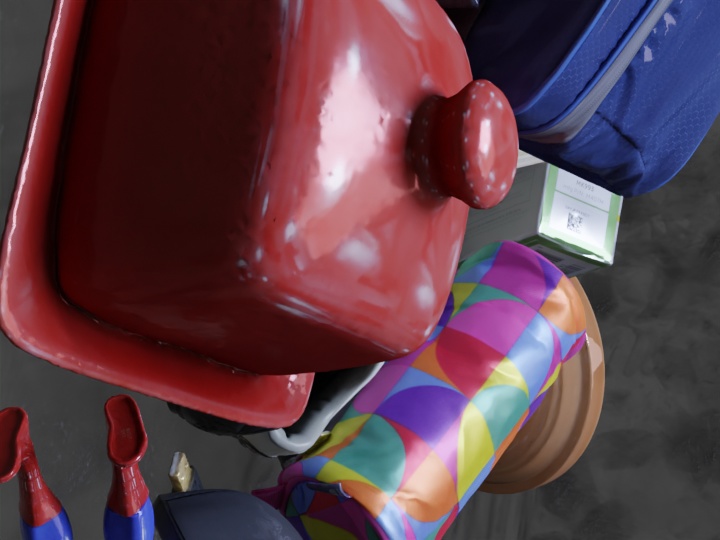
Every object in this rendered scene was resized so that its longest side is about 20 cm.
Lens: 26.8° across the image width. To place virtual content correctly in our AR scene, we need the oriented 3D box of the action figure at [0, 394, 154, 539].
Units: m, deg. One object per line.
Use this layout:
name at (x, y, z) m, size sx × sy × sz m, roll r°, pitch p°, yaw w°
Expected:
action figure at (-0.092, 0.153, 0.539) m, size 0.099 × 0.065 × 0.201 m, roll -99°, pitch -176°, yaw -52°

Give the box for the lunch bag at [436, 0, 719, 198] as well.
lunch bag at (0.096, -0.137, 0.667) m, size 0.132 × 0.136 × 0.201 m, roll 26°, pitch 100°, yaw -46°

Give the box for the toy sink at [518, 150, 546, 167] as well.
toy sink at (0.056, -0.115, 0.827) m, size 0.130 × 0.111 × 0.201 m, roll -136°, pitch -144°, yaw -62°

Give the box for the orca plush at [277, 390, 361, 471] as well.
orca plush at (-0.017, 0.080, 0.830) m, size 0.071 × 0.105 × 0.201 m, roll -34°, pitch -104°, yaw 56°

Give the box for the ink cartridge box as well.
ink cartridge box at (0.116, -0.094, 0.926) m, size 0.104 × 0.059 × 0.201 m, roll -22°, pitch -127°, yaw 60°

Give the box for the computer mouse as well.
computer mouse at (-0.048, 0.120, 0.652) m, size 0.141 × 0.046 × 0.200 m, roll 55°, pitch -8°, yaw 35°

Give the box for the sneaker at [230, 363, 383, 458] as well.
sneaker at (0.000, 0.000, 0.719) m, size 0.201 × 0.074 × 0.088 m, roll -66°, pitch -160°, yaw -2°

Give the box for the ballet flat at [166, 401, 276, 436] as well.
ballet flat at (-0.050, -0.027, 0.676) m, size 0.066 × 0.056 × 0.201 m, roll -10°, pitch 105°, yaw -76°

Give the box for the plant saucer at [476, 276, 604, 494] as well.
plant saucer at (0.084, 0.062, 1.076) m, size 0.032 × 0.200 × 0.202 m, roll -14°, pitch 114°, yaw -45°

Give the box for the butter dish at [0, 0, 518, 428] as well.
butter dish at (-0.012, -0.046, 0.557) m, size 0.200 × 0.147 × 0.201 m, roll 28°, pitch 69°, yaw -57°

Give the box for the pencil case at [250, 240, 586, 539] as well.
pencil case at (0.036, 0.071, 0.771) m, size 0.200 × 0.088 × 0.089 m, roll -46°, pitch 147°, yaw -34°
